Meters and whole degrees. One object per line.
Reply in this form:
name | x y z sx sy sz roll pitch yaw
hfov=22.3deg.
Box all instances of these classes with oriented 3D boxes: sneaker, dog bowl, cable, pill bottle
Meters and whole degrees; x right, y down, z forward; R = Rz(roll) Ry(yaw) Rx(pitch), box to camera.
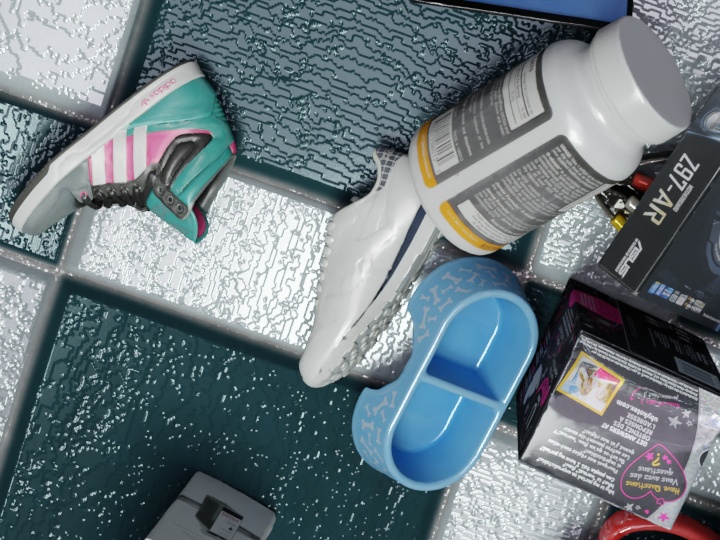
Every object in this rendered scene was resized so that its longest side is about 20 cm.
sneaker | 0.000 0.000 1.477 0.080 0.076 0.201 32 96 8
dog bowl | 0.073 0.089 1.477 0.111 0.050 0.201 22 101 -28
sneaker | -0.178 -0.063 1.474 0.199 0.084 0.121 -38 87 8
cable | 0.197 -0.072 1.461 0.199 0.050 0.098 28 107 -2
pill bottle | 0.142 -0.102 1.378 0.199 0.116 0.117 -29 98 32

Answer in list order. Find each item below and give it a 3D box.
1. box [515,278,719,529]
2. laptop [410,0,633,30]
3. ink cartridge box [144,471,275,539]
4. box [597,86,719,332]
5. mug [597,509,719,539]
box | 0.200 0.101 1.417 0.131 0.200 0.116 25 102 -1
laptop | 0.135 -0.296 1.399 0.175 0.103 0.202 9 101 1
ink cartridge box | -0.148 0.264 1.469 0.082 0.200 0.148 29 100 1
box | 0.286 -0.037 1.400 0.043 0.199 0.161 41 102 37
mug | 0.257 0.287 1.471 0.198 0.178 0.134 5 57 -2
